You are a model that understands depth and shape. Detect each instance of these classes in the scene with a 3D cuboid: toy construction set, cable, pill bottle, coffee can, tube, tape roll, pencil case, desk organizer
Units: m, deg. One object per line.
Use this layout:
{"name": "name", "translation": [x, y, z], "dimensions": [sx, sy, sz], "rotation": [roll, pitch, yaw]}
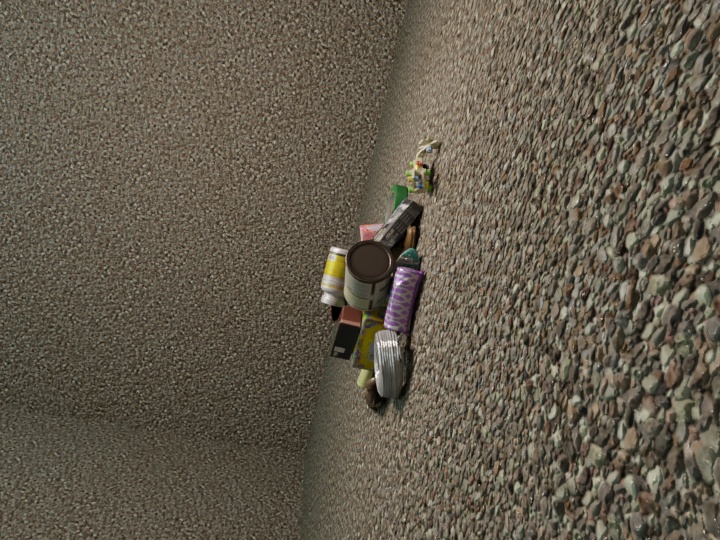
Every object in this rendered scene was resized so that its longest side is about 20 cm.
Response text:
{"name": "toy construction set", "translation": [0.191, -0.325, 1.624], "dimensions": [0.131, 0.092, 0.200], "rotation": [64, -142, -59]}
{"name": "cable", "translation": [0.080, 0.274, 1.503], "dimensions": [0.200, 0.069, 0.201], "rotation": [-144, 52, -84]}
{"name": "pill bottle", "translation": [-0.075, 0.024, 1.831], "dimensions": [0.112, 0.112, 0.200], "rotation": [-156, 80, -83]}
{"name": "coffee can", "translation": [0.022, 0.020, 1.613], "dimensions": [0.200, 0.146, 0.147], "rotation": [97, 180, -59]}
{"name": "tube", "translation": [0.039, 0.346, 1.940], "dimensions": [0.058, 0.052, 0.200], "rotation": [28, 108, 39]}
{"name": "tape roll", "translation": [0.139, -0.246, 2.081], "dimensions": [0.200, 0.048, 0.201], "rotation": [-169, 90, -83]}
{"name": "pencil case", "translation": [0.127, 0.088, 1.516], "dimensions": [0.085, 0.084, 0.201], "rotation": [19, 102, 44]}
{"name": "desk organizer", "translation": [-0.048, 0.214, 1.751], "dimensions": [0.200, 0.072, 0.077], "rotation": [107, 174, -46]}

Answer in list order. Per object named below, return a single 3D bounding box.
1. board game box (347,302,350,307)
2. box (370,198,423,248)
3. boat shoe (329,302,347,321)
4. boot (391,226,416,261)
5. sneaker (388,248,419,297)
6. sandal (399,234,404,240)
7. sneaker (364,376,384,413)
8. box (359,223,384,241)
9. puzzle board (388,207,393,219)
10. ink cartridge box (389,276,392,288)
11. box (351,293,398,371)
{"name": "board game box", "translation": [-0.015, 0.087, 1.927], "dimensions": [0.199, 0.043, 0.200], "rotation": [108, 177, -57]}
{"name": "box", "translation": [0.119, -0.152, 1.758], "dimensions": [0.200, 0.050, 0.158], "rotation": [-50, 10, 5]}
{"name": "boat shoe", "translation": [-0.075, 0.097, 1.923], "dimensions": [0.070, 0.070, 0.200], "rotation": [-61, -20, -67]}
{"name": "boot", "translation": [0.136, -0.074, 1.728], "dimensions": [0.200, 0.075, 0.074], "rotation": [111, 170, -47]}
{"name": "sneaker", "translation": [0.134, 0.001, 1.637], "dimensions": [0.091, 0.077, 0.200], "rotation": [-81, 8, -53]}
{"name": "sandal", "translation": [0.133, -0.091, 1.852], "dimensions": [0.050, 0.082, 0.203], "rotation": [-4, 66, 38]}
{"name": "sneaker", "translation": [0.057, 0.399, 1.657], "dimensions": [0.200, 0.070, 0.076], "rotation": [96, 156, -60]}
{"name": "box", "translation": [0.056, -0.077, 2.045], "dimensions": [0.095, 0.102, 0.200], "rotation": [-97, 3, -69]}
{"name": "puzzle board", "translation": [0.115, -0.118, 1.957], "dimensions": [0.151, 0.017, 0.200], "rotation": [-75, -14, -52]}
{"name": "ink cartridge box", "translation": [0.070, 0.063, 1.939], "dimensions": [0.200, 0.094, 0.037], "rotation": [118, 164, -66]}
{"name": "box", "translation": [0.049, 0.205, 1.761], "dimensions": [0.193, 0.122, 0.200], "rotation": [-91, 14, -62]}
